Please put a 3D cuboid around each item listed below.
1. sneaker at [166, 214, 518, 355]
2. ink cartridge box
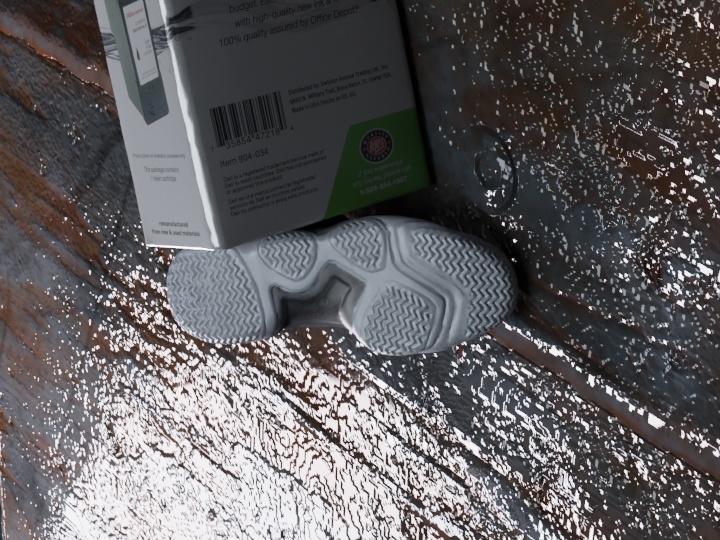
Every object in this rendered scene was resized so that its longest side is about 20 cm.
[{"bbox_3d":[0.000,0.000,1.202,0.199,0.114,0.076,-1,100,19],"label":"sneaker"},{"bbox_3d":[-0.058,-0.125,1.159,0.084,0.145,0.201,4,108,56],"label":"ink cartridge box"}]
